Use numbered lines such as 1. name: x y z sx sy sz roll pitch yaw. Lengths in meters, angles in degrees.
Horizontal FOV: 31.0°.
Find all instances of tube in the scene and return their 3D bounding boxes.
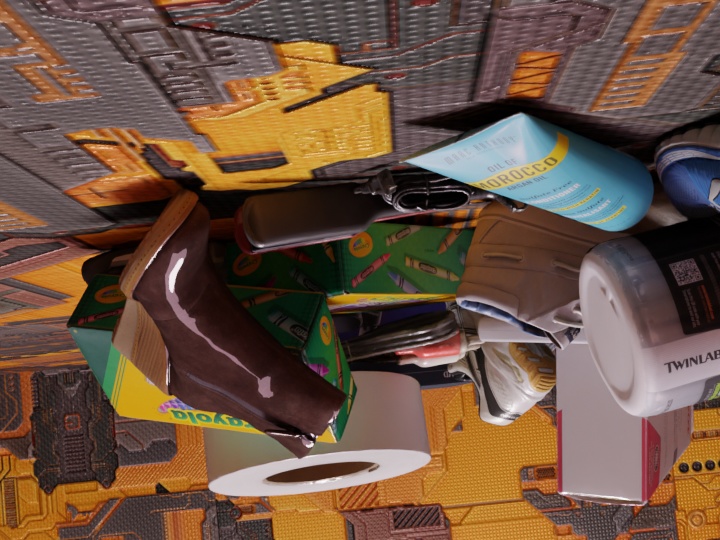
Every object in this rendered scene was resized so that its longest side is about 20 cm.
1. tube: 0.109 -0.061 0.760 0.077 0.051 0.200 -25 160 31

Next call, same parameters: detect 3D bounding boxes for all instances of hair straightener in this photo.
1. hair straightener: 0.019 -0.041 0.854 0.199 0.041 0.077 -4 174 -12

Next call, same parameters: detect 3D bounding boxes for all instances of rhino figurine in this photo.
1. rhino figurine: 0.244 -0.042 0.982 0.087 0.060 0.200 6 169 -10

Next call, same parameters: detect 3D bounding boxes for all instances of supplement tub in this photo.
1. supplement tub: 0.261 0.019 0.888 0.199 0.123 0.123 -14 175 -6

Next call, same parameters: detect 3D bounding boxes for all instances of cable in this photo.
1. cable: 0.010 0.076 1.102 0.200 0.050 0.097 -18 180 -12

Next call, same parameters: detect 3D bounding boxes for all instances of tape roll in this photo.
1. tape roll: -0.039 0.148 1.158 0.202 0.071 0.202 -8 162 -3

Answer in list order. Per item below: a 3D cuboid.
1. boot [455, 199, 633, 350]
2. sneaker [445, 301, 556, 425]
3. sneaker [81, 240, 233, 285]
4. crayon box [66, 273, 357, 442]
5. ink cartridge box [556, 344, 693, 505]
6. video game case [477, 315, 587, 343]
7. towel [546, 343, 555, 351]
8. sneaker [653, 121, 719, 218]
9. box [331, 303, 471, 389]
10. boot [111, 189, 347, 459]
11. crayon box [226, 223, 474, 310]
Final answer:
1. boot: 0.173 0.019 0.986 0.200 0.096 0.074 17 164 16
2. sneaker: 0.103 0.056 1.200 0.076 0.200 0.088 16 123 -35
3. sneaker: -0.132 0.035 1.087 0.200 0.116 0.075 -2 173 -33
4. crayon box: -0.113 0.068 1.016 0.199 0.058 0.119 4 140 20
5. ink cartridge box: 0.244 0.112 1.185 0.083 0.147 0.200 2 -171 24
6. video game case: 0.226 0.037 1.116 0.200 0.023 0.182 0 -172 28
7. towel: 0.196 0.034 1.304 0.200 0.024 0.147 -44 -169 -20
8. sneaker: 0.232 -0.046 0.779 0.078 0.089 0.200 -5 177 -5
9. box: 0.013 0.050 1.263 0.200 0.142 0.079 -3 174 -33
10. boot: -0.079 0.040 0.872 0.166 0.072 0.200 29 145 1
11. crayon box: 0.000 0.000 1.080 0.119 0.058 0.200 -10 173 37
